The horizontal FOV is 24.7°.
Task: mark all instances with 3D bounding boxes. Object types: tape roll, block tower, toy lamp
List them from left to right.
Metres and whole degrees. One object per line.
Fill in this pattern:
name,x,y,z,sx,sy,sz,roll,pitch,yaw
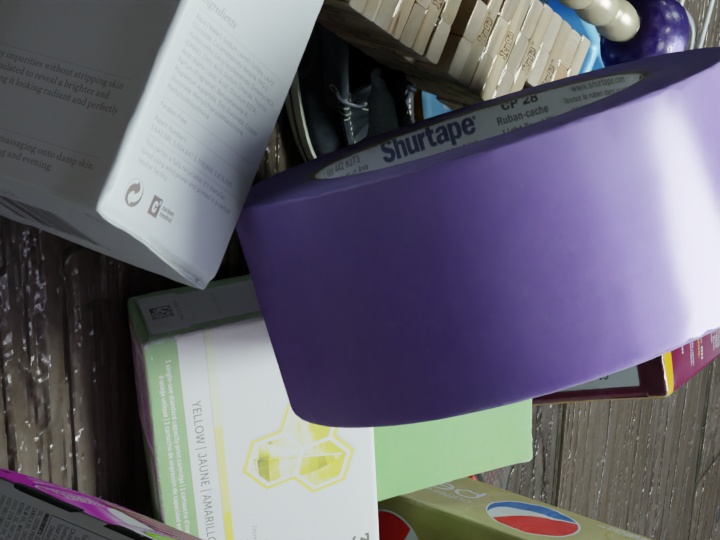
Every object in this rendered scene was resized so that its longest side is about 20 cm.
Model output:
block tower,0.027,-0.114,0.706,0.199,0.054,0.058,27,85,-54
tape roll,0.055,-0.016,0.626,0.199,0.198,0.086,-28,103,-53
toy lamp,0.084,-0.149,0.776,0.199,0.058,0.059,24,83,-42

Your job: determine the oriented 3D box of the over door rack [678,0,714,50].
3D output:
over door rack,0.211,-0.203,1.059,0.202,0.066,0.148,-66,167,22

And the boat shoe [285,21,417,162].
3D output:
boat shoe,0.003,-0.099,0.783,0.075,0.062,0.201,-56,148,-33

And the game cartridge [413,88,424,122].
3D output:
game cartridge,0.077,-0.077,0.962,0.199,0.032,0.179,6,99,-64

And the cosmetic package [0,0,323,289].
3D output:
cosmetic package,-0.076,-0.111,0.587,0.081,0.112,0.202,39,72,-59

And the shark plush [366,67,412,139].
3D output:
shark plush,0.000,0.000,0.775,0.082,0.091,0.201,-13,149,-29

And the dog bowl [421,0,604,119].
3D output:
dog bowl,0.095,-0.091,0.903,0.113,0.049,0.200,-66,151,-15

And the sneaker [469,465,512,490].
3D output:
sneaker,0.046,0.075,0.940,0.098,0.070,0.202,-55,145,-40

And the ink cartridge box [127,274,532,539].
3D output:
ink cartridge box,-0.002,0.064,0.761,0.197,0.048,0.147,-11,120,-14

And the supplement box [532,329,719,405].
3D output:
supplement box,0.143,0.018,0.945,0.200,0.109,0.087,-15,99,-66

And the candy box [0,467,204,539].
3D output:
candy box,-0.066,0.136,0.634,0.136,0.198,0.062,36,74,-60

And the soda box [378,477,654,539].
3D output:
soda box,0.053,0.148,0.851,0.067,0.198,0.065,-7,110,-59
